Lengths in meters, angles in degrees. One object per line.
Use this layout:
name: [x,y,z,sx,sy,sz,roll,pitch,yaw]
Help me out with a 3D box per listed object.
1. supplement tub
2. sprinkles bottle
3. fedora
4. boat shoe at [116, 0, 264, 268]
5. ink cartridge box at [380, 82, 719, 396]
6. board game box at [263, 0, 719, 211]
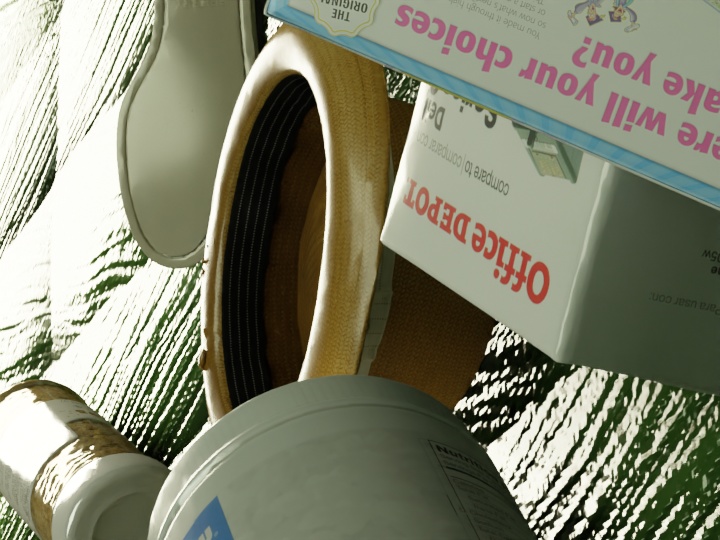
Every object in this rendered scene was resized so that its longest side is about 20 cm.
supplement tub: [0.011,0.138,0.822,0.200,0.131,0.133,-120,45,-56]
sprinkles bottle: [-0.137,0.106,1.268,0.200,0.068,0.069,-155,76,-67]
fedora: [0.000,0.000,0.971,0.200,0.081,0.202,-176,90,-69]
boat shoe: [-0.069,-0.100,1.236,0.063,0.072,0.202,6,-92,-70]
ink cartridge box: [0.089,-0.078,0.785,0.146,0.084,0.201,-145,67,-64]
board game box: [0.085,-0.094,0.684,0.034,0.199,0.135,-11,-56,-67]
